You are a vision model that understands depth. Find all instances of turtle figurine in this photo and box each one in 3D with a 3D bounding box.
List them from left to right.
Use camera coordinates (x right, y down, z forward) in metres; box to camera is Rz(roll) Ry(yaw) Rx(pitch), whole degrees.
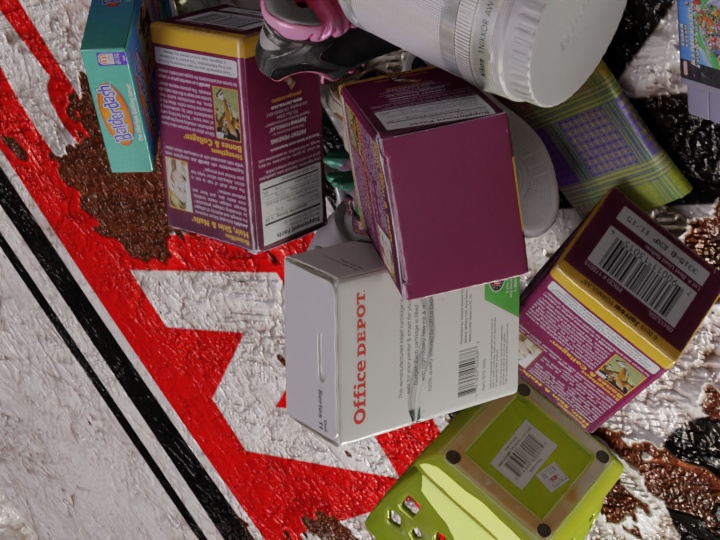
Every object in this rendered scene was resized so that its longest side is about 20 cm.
[{"bbox_3d":[0.000,0.000,1.422,0.150,0.099,0.203,-142,45,-61],"label":"turtle figurine"}]

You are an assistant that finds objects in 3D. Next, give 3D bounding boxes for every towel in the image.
[{"bbox_3d":[0.186,-0.132,1.347,0.201,0.023,0.143,53,150,-12],"label":"towel"}]

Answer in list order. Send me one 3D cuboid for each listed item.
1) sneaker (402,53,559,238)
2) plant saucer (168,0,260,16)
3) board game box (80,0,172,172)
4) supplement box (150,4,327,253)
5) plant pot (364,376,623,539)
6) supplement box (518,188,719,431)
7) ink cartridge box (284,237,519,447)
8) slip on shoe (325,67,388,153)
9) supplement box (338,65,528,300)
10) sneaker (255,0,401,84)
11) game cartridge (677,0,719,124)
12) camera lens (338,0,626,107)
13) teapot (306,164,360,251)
[{"bbox_3d":[0.111,-0.106,1.406,0.201,0.073,0.112,57,175,15],"label":"sneaker"},{"bbox_3d":[-0.107,-0.245,1.563,0.199,0.050,0.201,33,148,23],"label":"plant saucer"},{"bbox_3d":[-0.219,-0.218,1.504,0.044,0.202,0.153,-1,137,4],"label":"board game box"},{"bbox_3d":[-0.112,-0.135,1.473,0.130,0.103,0.203,16,117,40],"label":"supplement box"},{"bbox_3d":[0.150,0.237,1.674,0.199,0.200,0.182,40,144,12],"label":"plant pot"},{"bbox_3d":[0.213,0.040,1.394,0.130,0.103,0.200,38,153,2],"label":"supplement box"},{"bbox_3d":[0.036,0.047,1.324,0.083,0.198,0.149,22,117,50],"label":"ink cartridge box"},{"bbox_3d":[0.011,-0.156,1.440,0.075,0.200,0.061,18,111,-10],"label":"slip on shoe"},{"bbox_3d":[0.053,-0.077,1.239,0.200,0.102,0.133,-116,16,-69],"label":"supplement box"},{"bbox_3d":[-0.006,-0.203,1.340,0.079,0.198,0.096,59,143,33],"label":"sneaker"},{"bbox_3d":[0.290,-0.181,1.140,0.129,0.038,0.202,20,141,32],"label":"game cartridge"},{"bbox_3d":[0.089,-0.232,1.208,0.199,0.160,0.161,30,147,26],"label":"camera lens"},{"bbox_3d":[0.030,-0.018,1.539,0.197,0.199,0.148,1,127,1],"label":"teapot"}]
